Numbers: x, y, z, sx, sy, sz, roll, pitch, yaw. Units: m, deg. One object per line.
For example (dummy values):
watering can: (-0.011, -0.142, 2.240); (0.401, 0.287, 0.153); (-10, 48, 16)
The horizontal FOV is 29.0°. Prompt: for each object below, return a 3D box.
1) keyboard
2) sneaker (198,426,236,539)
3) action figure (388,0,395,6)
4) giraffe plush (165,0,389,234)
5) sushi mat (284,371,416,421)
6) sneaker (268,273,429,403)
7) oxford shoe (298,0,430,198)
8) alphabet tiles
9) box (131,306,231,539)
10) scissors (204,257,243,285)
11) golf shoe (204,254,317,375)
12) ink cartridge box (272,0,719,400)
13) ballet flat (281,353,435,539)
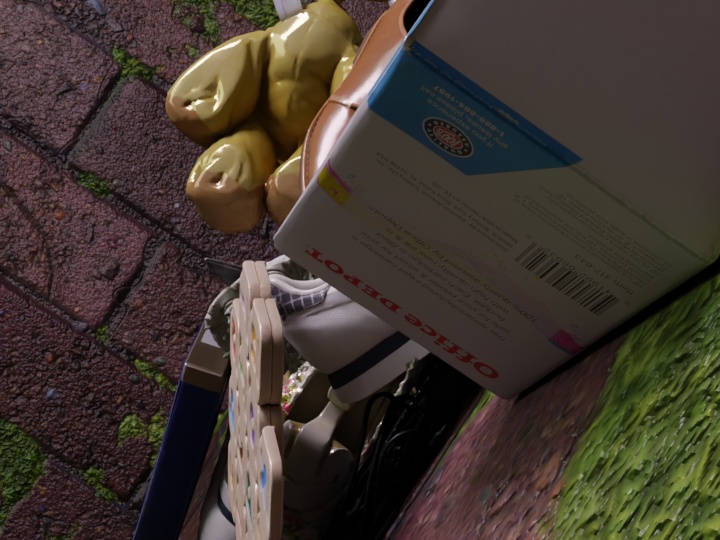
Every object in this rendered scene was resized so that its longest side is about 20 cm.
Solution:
keyboard: (0.008, 0.093, 0.731); (0.200, 0.040, 0.104); (-58, 4, -8)
sneaker: (-0.075, 0.147, 0.992); (0.081, 0.076, 0.200); (-64, -1, 22)
action figure: (0.097, -0.218, 1.162); (0.200, 0.134, 0.149); (108, 148, -48)
giraffe plush: (-0.032, -0.100, 0.977); (0.162, 0.172, 0.200); (61, -152, -66)
sushi mat: (-0.014, 0.066, 0.892); (0.096, 0.012, 0.200); (-52, 26, 15)
sneaker: (0.045, -0.020, 0.702); (0.200, 0.081, 0.076); (-38, 0, 3)
oxford shoe: (0.017, -0.093, 0.794); (0.071, 0.071, 0.200); (-46, 24, 56)
alphabet tiles: (-0.050, 0.103, 0.684); (0.196, 0.015, 0.200); (-117, 27, -67)
box: (-0.126, 0.136, 0.962); (0.121, 0.032, 0.200); (-82, 11, -73)
scissors: (-0.063, 0.006, 0.926); (0.073, 0.014, 0.200); (-50, -20, -13)
golf shoe: (0.000, 0.000, 0.875); (0.200, 0.078, 0.097); (-21, 20, 9)
ink cartridge box: (0.063, -0.048, 0.568); (0.125, 0.128, 0.200); (-58, 5, -27)
ballet flat: (-0.014, 0.074, 0.776); (0.200, 0.076, 0.064); (-62, -7, 1)
